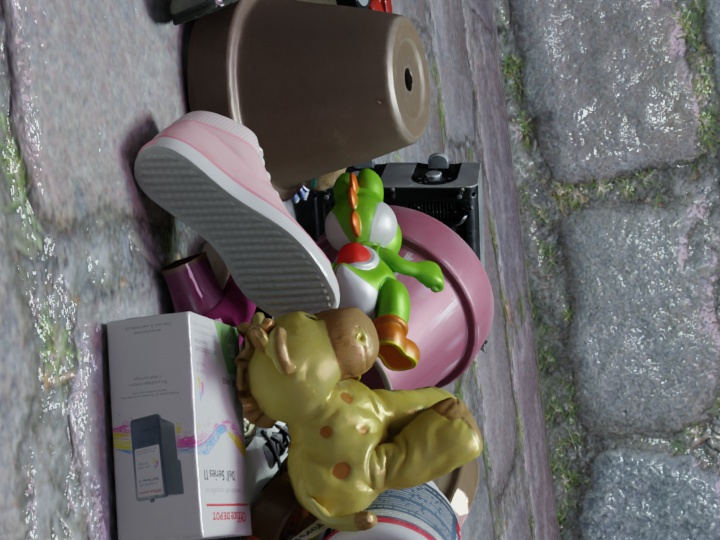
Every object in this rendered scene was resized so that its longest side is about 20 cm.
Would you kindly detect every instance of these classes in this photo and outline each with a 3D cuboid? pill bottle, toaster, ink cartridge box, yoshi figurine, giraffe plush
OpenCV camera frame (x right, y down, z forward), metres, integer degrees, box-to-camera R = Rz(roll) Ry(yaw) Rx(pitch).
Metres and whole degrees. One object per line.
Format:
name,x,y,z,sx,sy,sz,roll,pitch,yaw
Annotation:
pill bottle,0.022,0.227,1.185,0.200,0.119,0.120,-66,147,-78
toaster,0.048,-0.024,1.607,0.119,0.180,0.201,-70,158,-64
ink cartridge box,-0.129,0.138,1.082,0.117,0.067,0.201,30,54,-74
yoshi figurine,0.010,0.006,1.347,0.112,0.112,0.200,130,-35,-51
giraffe plush,-0.026,0.099,1.134,0.200,0.172,0.163,-30,99,-38

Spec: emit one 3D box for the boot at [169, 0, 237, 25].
boot,-0.145,-0.297,1.270,0.200,0.068,0.131,-76,145,-59

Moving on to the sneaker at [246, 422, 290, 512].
sneaker,-0.079,0.130,1.267,0.200,0.080,0.074,-76,158,-50

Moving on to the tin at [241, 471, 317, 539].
tin,-0.049,0.220,1.276,0.200,0.042,0.112,-18,120,-66

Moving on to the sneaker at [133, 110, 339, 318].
sneaker,-0.084,-0.050,1.188,0.200,0.075,0.105,43,31,-12

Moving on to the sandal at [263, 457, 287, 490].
sandal,-0.055,0.187,1.375,0.082,0.054,0.201,21,68,-74

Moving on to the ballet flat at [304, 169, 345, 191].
ballet flat,-0.033,-0.139,1.542,0.200,0.070,0.065,-64,171,-61

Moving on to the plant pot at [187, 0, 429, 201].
plant pot,-0.035,-0.164,1.332,0.200,0.174,0.201,-4,90,-69

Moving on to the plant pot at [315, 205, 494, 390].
plant pot,0.009,0.061,1.461,0.179,0.200,0.200,-50,134,-49

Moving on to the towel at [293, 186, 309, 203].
towel,-0.081,-0.188,1.520,0.147,0.024,0.200,-83,161,-45

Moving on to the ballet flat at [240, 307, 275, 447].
ballet flat,-0.098,0.074,1.237,0.067,0.046,0.200,43,30,-22

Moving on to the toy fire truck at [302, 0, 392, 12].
toy fire truck,-0.032,-0.331,1.611,0.200,0.128,0.176,-68,144,-44

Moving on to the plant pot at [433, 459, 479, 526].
plant pot,0.011,0.222,1.438,0.093,0.201,0.201,43,30,-18

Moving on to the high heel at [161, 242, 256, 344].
high heel,-0.101,0.019,1.250,0.200,0.067,0.096,-32,106,-58
